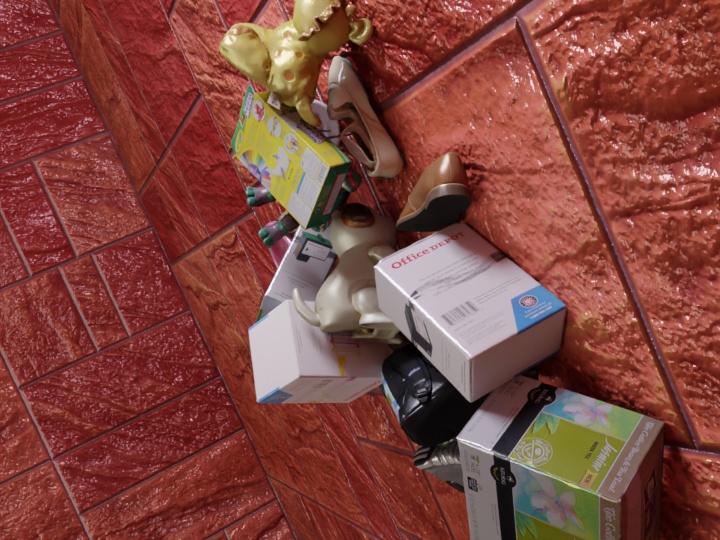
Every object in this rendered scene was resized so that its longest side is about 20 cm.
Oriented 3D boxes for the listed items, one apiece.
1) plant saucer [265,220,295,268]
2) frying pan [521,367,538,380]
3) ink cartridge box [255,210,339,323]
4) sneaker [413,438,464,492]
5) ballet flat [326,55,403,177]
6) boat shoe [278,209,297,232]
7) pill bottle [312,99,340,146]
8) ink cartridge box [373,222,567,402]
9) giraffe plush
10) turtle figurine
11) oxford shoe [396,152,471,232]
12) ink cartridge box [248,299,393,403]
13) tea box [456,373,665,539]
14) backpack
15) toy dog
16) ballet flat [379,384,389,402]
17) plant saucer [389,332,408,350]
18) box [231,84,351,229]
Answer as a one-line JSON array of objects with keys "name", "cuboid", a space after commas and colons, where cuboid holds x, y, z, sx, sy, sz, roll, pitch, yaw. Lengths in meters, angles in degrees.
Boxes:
[{"name": "plant saucer", "cuboid": [-0.125, -0.015, 1.688, 0.201, 0.051, 0.201, 52, 159, 29]}, {"name": "frying pan", "cuboid": [0.158, 0.095, 1.091, 0.190, 0.115, 0.031, 38, 106, 33]}, {"name": "ink cartridge box", "cuboid": [-0.096, 0.000, 1.429, 0.084, 0.200, 0.146, 25, 154, -3]}, {"name": "sneaker", "cuboid": [0.185, 0.307, 1.332, 0.115, 0.075, 0.200, 41, 146, -16]}, {"name": "ballet flat", "cuboid": [-0.009, -0.216, 1.181, 0.200, 0.069, 0.069, 60, 159, 13]}, {"name": "boat shoe", "cuboid": [-0.107, -0.101, 1.525, 0.072, 0.076, 0.200, 63, 159, 4]}, {"name": "pill bottle", "cuboid": [-0.122, -0.225, 1.373, 0.200, 0.111, 0.111, 19, 131, 62]}, {"name": "ink cartridge box", "cuboid": [0.131, 0.045, 1.031, 0.200, 0.145, 0.084, 45, 152, 41]}, {"name": "giraffe plush", "cuboid": [-0.079, -0.314, 1.125, 0.172, 0.162, 0.200, 29, -161, -32]}, {"name": "turtle figurine", "cuboid": [-0.071, -0.117, 1.254, 0.101, 0.200, 0.150, 25, -134, -58]}, {"name": "oxford shoe", "cuboid": [0.097, -0.097, 1.093, 0.200, 0.071, 0.071, 136, 135, -68]}, {"name": "ink cartridge box", "cuboid": [-0.055, 0.133, 1.319, 0.129, 0.200, 0.125, -36, 57, 45]}, {"name": "tea box", "cuboid": [0.235, 0.256, 0.966, 0.196, 0.134, 0.200, 14, 130, 35]}, {"name": "backpack", "cuboid": [0.107, 0.166, 1.222, 0.154, 0.163, 0.200, 59, 172, -32]}, {"name": "toy dog", "cuboid": [0.000, 0.000, 1.261, 0.140, 0.193, 0.200, 87, -174, -71]}, {"name": "ballet flat", "cuboid": [0.102, 0.233, 1.446, 0.200, 0.068, 0.072, 28, 158, 51]}, {"name": "plant saucer", "cuboid": [0.023, 0.056, 1.463, 0.200, 0.029, 0.200, 48, 153, 35]}, {"name": "box", "cuboid": [-0.107, -0.166, 1.178, 0.200, 0.048, 0.117, 45, 132, 23]}]
